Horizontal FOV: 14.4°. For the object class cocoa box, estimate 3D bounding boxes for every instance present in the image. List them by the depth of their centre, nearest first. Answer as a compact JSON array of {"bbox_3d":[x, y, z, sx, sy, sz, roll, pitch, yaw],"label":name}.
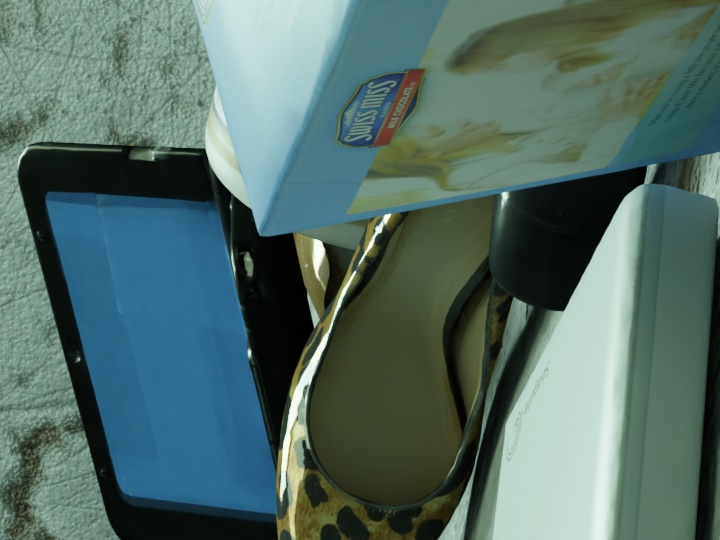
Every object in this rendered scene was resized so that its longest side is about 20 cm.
[{"bbox_3d":[0.037,-0.110,0.613,0.200,0.133,0.132,117,140,-66],"label":"cocoa box"}]

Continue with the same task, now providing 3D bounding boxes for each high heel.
[{"bbox_3d":[0.012,0.031,0.941,0.143,0.071,0.201,73,-142,-84],"label":"high heel"}]

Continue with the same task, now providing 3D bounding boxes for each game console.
[{"bbox_3d":[-0.070,0.059,1.154,0.176,0.116,0.201,-94,-8,-66],"label":"game console"}]

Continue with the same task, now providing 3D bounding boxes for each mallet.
[{"bbox_3d":[0.027,-0.061,0.863,0.200,0.041,0.066,-130,38,-51],"label":"mallet"}]

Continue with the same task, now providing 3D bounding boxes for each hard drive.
[{"bbox_3d":[0.052,0.096,0.697,0.132,0.027,0.201,112,170,-55],"label":"hard drive"}]

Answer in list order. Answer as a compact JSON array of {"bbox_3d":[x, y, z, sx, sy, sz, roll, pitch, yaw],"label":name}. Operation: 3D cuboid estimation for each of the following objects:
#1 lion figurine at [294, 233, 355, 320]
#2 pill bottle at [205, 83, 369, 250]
[{"bbox_3d":[0.000,0.000,1.188,0.200,0.072,0.123,-93,3,-51],"label":"lion figurine"},{"bbox_3d":[0.018,-0.117,1.055,0.116,0.115,0.201,-88,13,-61],"label":"pill bottle"}]
